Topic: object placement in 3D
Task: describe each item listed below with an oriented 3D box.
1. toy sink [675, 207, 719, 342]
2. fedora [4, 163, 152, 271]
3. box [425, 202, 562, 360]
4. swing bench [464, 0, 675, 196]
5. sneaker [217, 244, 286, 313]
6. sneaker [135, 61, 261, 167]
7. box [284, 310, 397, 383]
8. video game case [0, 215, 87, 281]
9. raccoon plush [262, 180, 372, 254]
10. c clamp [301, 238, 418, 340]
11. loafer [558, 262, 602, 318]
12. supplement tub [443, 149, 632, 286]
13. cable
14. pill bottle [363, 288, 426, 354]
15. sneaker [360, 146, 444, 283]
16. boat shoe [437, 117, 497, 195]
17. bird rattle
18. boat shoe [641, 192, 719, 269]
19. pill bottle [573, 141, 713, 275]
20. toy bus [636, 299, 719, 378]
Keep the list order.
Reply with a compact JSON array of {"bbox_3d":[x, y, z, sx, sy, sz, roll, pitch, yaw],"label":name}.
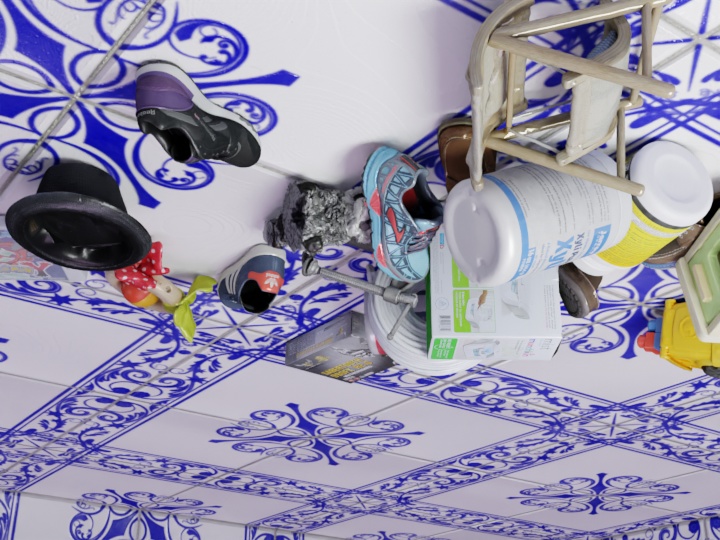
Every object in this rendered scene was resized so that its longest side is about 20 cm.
[{"bbox_3d":[0.494,0.018,1.325,0.111,0.131,0.201,3,144,-11],"label":"toy sink"},{"bbox_3d":[-0.362,-0.077,1.327,0.199,0.092,0.201,0,155,0],"label":"fedora"},{"bbox_3d":[0.177,0.013,1.386,0.175,0.202,0.097,0,156,-1],"label":"box"},{"bbox_3d":[0.211,-0.183,1.063,0.198,0.131,0.199,3,156,7],"label":"swing bench"},{"bbox_3d":[-0.174,0.036,1.571,0.074,0.085,0.200,11,153,-21],"label":"sneaker"},{"bbox_3d":[-0.191,-0.151,1.175,0.075,0.088,0.200,-15,151,29],"label":"sneaker"},{"bbox_3d":[-0.017,0.143,1.836,0.158,0.049,0.199,19,148,-35],"label":"box"},{"bbox_3d":[-0.525,-0.030,1.510,0.198,0.023,0.183,1,154,-1],"label":"video game case"},{"bbox_3d":[-0.041,-0.076,1.381,0.133,0.098,0.200,-3,-173,-25],"label":"raccoon plush"},{"bbox_3d":[0.000,0.000,1.378,0.199,0.171,0.027,22,136,24],"label":"c clamp"},{"bbox_3d":[0.309,0.003,1.437,0.071,0.200,0.073,-20,109,6],"label":"loafer"},{"bbox_3d":[0.212,-0.065,1.222,0.199,0.133,0.132,-16,163,-27],"label":"supplement tub"},{"bbox_3d":[0.110,0.050,1.461,0.198,0.201,0.069,-2,152,-3],"label":"cable"},{"bbox_3d":[0.111,0.068,1.593,0.198,0.120,0.120,-3,154,9],"label":"pill bottle"},{"bbox_3d":[0.062,-0.056,1.280,0.095,0.079,0.201,20,141,38],"label":"sneaker"},{"bbox_3d":[0.141,-0.114,1.270,0.071,0.068,0.200,-6,153,16],"label":"boat shoe"},{"bbox_3d":[-0.327,0.029,1.552,0.162,0.113,0.200,0,157,42],"label":"bird rattle"},{"bbox_3d":[0.459,-0.068,1.375,0.199,0.073,0.072,-27,140,27],"label":"boat shoe"},{"bbox_3d":[0.349,-0.071,1.306,0.112,0.113,0.200,9,153,-17],"label":"pill bottle"},{"bbox_3d":[0.576,0.121,1.706,0.191,0.137,0.199,-4,160,41],"label":"toy bus"}]
